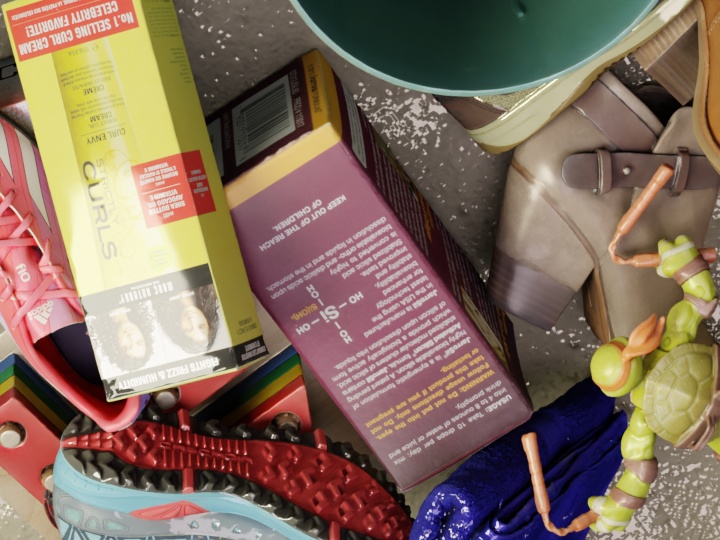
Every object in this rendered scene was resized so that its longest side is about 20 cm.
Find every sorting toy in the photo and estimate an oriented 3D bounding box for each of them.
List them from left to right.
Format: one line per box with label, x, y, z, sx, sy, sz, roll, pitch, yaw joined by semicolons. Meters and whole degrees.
sorting toy;-0.107;0.090;1.464;0.200;0.070;0.199;-37;116;12

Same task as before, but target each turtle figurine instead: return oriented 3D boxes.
turtle figurine;0.180;0.056;1.401;0.161;0.064;0.200;17;88;-30

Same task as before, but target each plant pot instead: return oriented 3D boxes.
plant pot;0.047;-0.205;1.273;0.200;0.161;0.201;-3;118;-5

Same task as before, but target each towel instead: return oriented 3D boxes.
towel;0.079;0.150;1.457;0.050;0.200;0.148;28;117;20

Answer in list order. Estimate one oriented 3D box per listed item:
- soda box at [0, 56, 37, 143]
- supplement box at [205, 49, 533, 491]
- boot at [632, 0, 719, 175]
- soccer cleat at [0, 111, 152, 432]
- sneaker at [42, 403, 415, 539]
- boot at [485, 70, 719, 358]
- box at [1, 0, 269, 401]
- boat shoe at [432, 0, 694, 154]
soda box;-0.188;-0.063;1.375;0.200;0.064;0.068;-17;119;3
supplement box;0.000;0.000;1.400;0.086;0.110;0.200;-31;113;10
boot;0.231;-0.111;1.333;0.155;0.200;0.074;-42;148;14
soccer cleat;-0.166;-0.006;1.330;0.068;0.073;0.200;-31;114;10
sneaker;-0.069;0.131;1.422;0.200;0.079;0.096;16;130;-9
boot;0.162;-0.021;1.446;0.200;0.070;0.146;22;101;-32
box;-0.109;-0.043;1.300;0.075;0.050;0.200;-13;91;17
boat shoe;0.114;-0.143;1.366;0.065;0.073;0.200;35;109;-28
